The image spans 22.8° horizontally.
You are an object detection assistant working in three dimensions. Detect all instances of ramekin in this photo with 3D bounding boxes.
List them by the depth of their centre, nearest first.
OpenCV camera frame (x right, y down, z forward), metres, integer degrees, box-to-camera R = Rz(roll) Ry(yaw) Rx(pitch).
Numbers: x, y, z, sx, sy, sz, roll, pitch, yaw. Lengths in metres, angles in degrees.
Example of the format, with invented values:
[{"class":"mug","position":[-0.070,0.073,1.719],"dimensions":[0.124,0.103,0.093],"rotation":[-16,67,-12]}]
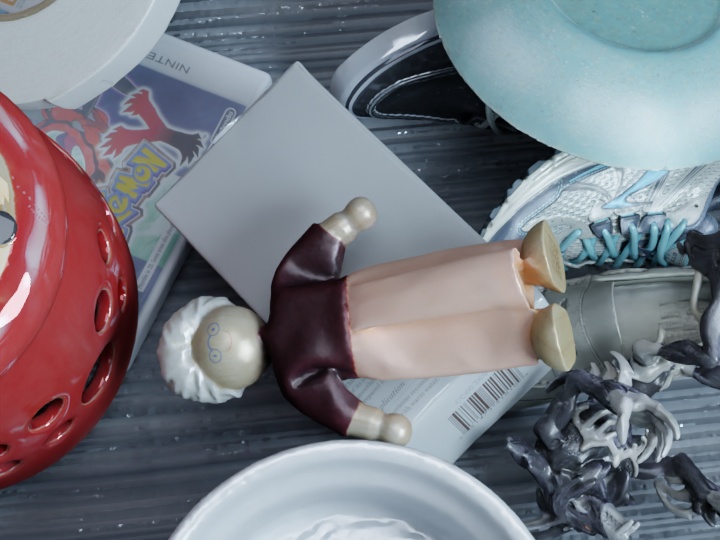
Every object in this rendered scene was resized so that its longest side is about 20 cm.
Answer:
[{"class":"ramekin","position":[-0.005,0.186,0.842],"dimensions":[0.199,0.098,0.202],"rotation":[0,77,-1]}]

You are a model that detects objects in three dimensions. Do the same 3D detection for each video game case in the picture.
[{"class":"video game case","position":[-0.171,-0.062,1.011],"dimensions":[0.181,0.023,0.201],"rotation":[22,65,7]}]

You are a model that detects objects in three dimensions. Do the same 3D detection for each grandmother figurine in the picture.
[{"class":"grandmother figurine","position":[-0.003,0.024,0.847],"dimensions":[0.199,0.061,0.122],"rotation":[-12,62,16]}]

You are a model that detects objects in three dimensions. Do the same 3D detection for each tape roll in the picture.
[{"class":"tape roll","position":[-0.189,-0.189,0.984],"dimensions":[0.202,0.037,0.204],"rotation":[0,90,16]}]

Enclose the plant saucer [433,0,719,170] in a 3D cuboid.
[{"class":"plant saucer","position":[0.140,-0.142,0.948],"dimensions":[0.200,0.039,0.202],"rotation":[6,53,-8]}]

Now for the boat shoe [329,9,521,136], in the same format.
[{"class":"boat shoe","position":[0.083,-0.111,1.029],"dimensions":[0.199,0.072,0.068],"rotation":[-13,64,-18]}]

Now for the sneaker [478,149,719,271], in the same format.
[{"class":"sneaker","position":[0.153,-0.036,0.991],"dimensions":[0.199,0.078,0.086],"rotation":[-29,73,-16]}]

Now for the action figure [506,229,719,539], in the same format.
[{"class":"action figure","position":[0.151,0.075,0.885],"dimensions":[0.200,0.119,0.102],"rotation":[-53,40,12]}]

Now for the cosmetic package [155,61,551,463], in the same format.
[{"class":"cosmetic package","position":[0.000,0.000,0.930],"dimensions":[0.113,0.081,0.200],"rotation":[-43,63,0]}]

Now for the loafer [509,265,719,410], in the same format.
[{"class":"loafer","position":[0.124,0.030,0.957],"dimensions":[0.199,0.070,0.070],"rotation":[-10,68,-4]}]

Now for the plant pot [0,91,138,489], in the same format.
[{"class":"plant pot","position":[-0.217,-0.001,0.874],"dimensions":[0.199,0.183,0.201],"rotation":[0,73,1]}]
